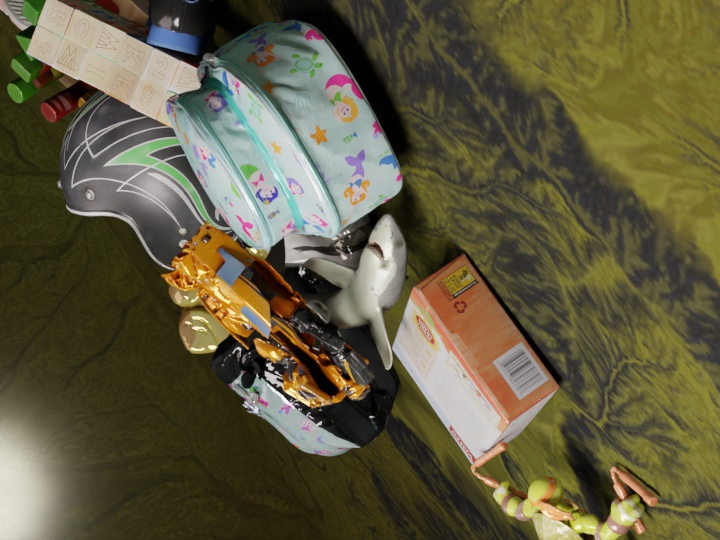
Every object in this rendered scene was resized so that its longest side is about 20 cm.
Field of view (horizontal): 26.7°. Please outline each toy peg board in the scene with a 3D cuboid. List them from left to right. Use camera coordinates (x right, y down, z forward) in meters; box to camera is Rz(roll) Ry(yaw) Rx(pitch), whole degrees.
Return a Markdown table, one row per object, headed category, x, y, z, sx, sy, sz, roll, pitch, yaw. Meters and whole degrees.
| category | x | y | z | sx | sy | sz | roll | pitch | yaw |
| --- | --- | --- | --- | --- | --- | --- | --- | --- | --- |
| toy peg board | -0.291 | -0.214 | 1.655 | 0.199 | 0.098 | 0.200 | 42 | 144 | 10 |

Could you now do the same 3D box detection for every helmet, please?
| category | x | y | z | sx | sy | sz | roll | pitch | yaw |
| --- | --- | --- | --- | --- | --- | --- | --- | --- | --- |
| helmet | -0.201 | -0.113 | 1.540 | 0.191 | 0.200 | 0.200 | 41 | 173 | -21 |

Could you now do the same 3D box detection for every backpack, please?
| category | x | y | z | sx | sy | sz | roll | pitch | yaw |
| --- | --- | --- | --- | --- | --- | --- | --- | --- | --- |
| backpack | -0.058 | -0.106 | 1.207 | 0.178 | 0.150 | 0.200 | 60 | 162 | -15 |
| backpack | -0.056 | 0.114 | 1.698 | 0.200 | 0.167 | 0.126 | 43 | 153 | -14 |

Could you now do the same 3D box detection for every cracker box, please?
| category | x | y | z | sx | sy | sz | roll | pitch | yaw |
| --- | --- | --- | --- | --- | --- | --- | --- | --- | --- |
| cracker box | 0.093 | 0.081 | 1.291 | 0.134 | 0.057 | 0.200 | 55 | 166 | 12 |

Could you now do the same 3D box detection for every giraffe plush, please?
| category | x | y | z | sx | sy | sz | roll | pitch | yaw |
| --- | --- | --- | --- | --- | --- | --- | --- | --- | --- |
| giraffe plush | -0.129 | 0.031 | 1.843 | 0.199 | 0.174 | 0.162 | 21 | 179 | -4 |

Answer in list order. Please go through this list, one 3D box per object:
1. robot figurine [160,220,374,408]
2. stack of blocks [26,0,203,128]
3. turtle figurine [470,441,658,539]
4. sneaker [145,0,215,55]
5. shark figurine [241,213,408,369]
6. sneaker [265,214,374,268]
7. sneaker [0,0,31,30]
| category | x | y | z | sx | sy | sz | roll | pitch | yaw |
| --- | --- | --- | --- | --- | --- | --- | --- | --- | --- |
| robot figurine | -0.075 | 0.046 | 1.279 | 0.200 | 0.058 | 0.145 | 43 | 165 | -4 |
| stack of blocks | -0.191 | -0.184 | 1.401 | 0.199 | 0.059 | 0.115 | 27 | -168 | 11 |
| turtle figurine | 0.184 | 0.219 | 1.246 | 0.199 | 0.065 | 0.162 | -1 | 136 | 48 |
| sneaker | -0.160 | -0.251 | 1.399 | 0.200 | 0.070 | 0.079 | -114 | 39 | -73 |
| shark figurine | -0.007 | 0.014 | 1.323 | 0.214 | 0.089 | 0.129 | -6 | 107 | 51 |
| sneaker | -0.049 | -0.066 | 1.453 | 0.200 | 0.075 | 0.116 | 11 | 126 | 61 |
| sneaker | -0.482 | -0.392 | 2.181 | 0.201 | 0.075 | 0.105 | 57 | 165 | 30 |
